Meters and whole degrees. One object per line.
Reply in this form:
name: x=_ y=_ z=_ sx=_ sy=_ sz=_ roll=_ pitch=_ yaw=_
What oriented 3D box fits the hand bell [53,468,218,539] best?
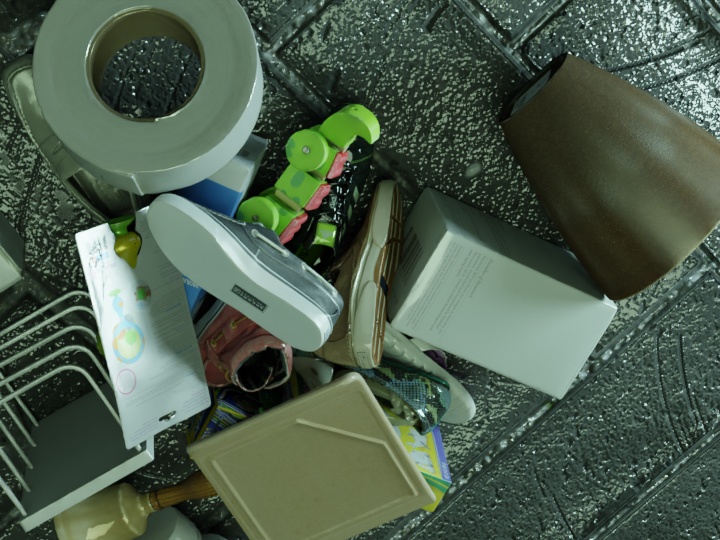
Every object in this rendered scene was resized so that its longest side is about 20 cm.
hand bell: x=-0.200 y=0.229 z=1.709 sx=0.200 sy=0.104 sz=0.104 roll=-22 pitch=117 yaw=14

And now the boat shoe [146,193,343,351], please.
boat shoe: x=-0.101 y=-0.011 z=1.535 sx=0.200 sy=0.068 sz=0.072 roll=36 pitch=139 yaw=-5

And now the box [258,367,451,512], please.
box: x=-0.010 y=0.165 z=1.723 sx=0.200 sy=0.117 sz=0.048 roll=20 pitch=116 yaw=-18

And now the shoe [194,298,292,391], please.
shoe: x=-0.118 y=0.084 z=1.636 sx=0.071 sy=0.091 sz=0.200 roll=4 pitch=147 yaw=-21

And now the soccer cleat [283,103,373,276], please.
soccer cleat: x=-0.031 y=-0.062 z=1.636 sx=0.067 sy=0.081 sz=0.200 roll=14 pitch=111 yaw=-15

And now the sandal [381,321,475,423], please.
sandal: x=0.055 y=0.087 z=1.733 sx=0.203 sy=0.082 sz=0.050 roll=44 pitch=59 yaw=-30

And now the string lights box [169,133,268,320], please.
string lights box: x=-0.156 y=-0.034 z=1.612 sx=0.059 sy=0.103 sz=0.200 roll=24 pitch=109 yaw=-2

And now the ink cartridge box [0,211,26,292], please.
ink cartridge box: x=-0.436 y=-0.010 z=1.591 sx=0.200 sy=0.088 sz=0.145 roll=-32 pitch=116 yaw=8

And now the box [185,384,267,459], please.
box: x=-0.075 y=0.186 z=1.753 sx=0.200 sy=0.064 sz=0.070 roll=23 pitch=109 yaw=-19

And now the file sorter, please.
file sorter: x=-0.287 y=0.123 z=1.617 sx=0.139 sy=0.200 sz=0.125 roll=-29 pitch=111 yaw=5

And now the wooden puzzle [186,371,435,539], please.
wooden puzzle: x=-0.046 y=0.194 z=1.653 sx=0.185 sy=0.037 sz=0.200 roll=-24 pitch=126 yaw=10

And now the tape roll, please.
tape roll: x=-0.188 y=-0.173 z=1.508 sx=0.202 sy=0.071 sz=0.203 roll=0 pitch=78 yaw=0

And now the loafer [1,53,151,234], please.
loafer: x=-0.262 y=-0.115 z=1.580 sx=0.070 sy=0.070 sz=0.200 roll=-35 pitch=115 yaw=7

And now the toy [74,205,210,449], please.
toy: x=-0.207 y=0.047 z=1.541 sx=0.047 sy=0.115 sz=0.200 roll=3 pitch=109 yaw=39

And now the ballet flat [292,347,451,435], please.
ballet flat: x=-0.009 y=0.109 z=1.691 sx=0.200 sy=0.074 sz=0.074 roll=21 pitch=111 yaw=7

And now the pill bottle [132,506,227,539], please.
pill bottle: x=-0.159 y=0.344 z=1.783 sx=0.114 sy=0.114 sz=0.200 roll=-39 pitch=115 yaw=9

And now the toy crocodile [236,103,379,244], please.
toy crocodile: x=-0.058 y=-0.075 z=1.577 sx=0.062 sy=0.068 sz=0.200 roll=39 pitch=105 yaw=5

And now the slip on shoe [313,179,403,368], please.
slip on shoe: x=0.000 y=0.000 z=1.628 sx=0.060 sy=0.200 sz=0.076 roll=2 pitch=155 yaw=15

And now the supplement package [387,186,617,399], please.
supplement package: x=0.132 y=0.023 z=1.682 sx=0.200 sy=0.117 sz=0.117 roll=24 pitch=109 yaw=-18

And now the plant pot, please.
plant pot: x=0.234 y=-0.106 z=1.621 sx=0.200 sy=0.187 sz=0.187 roll=43 pitch=102 yaw=-9
